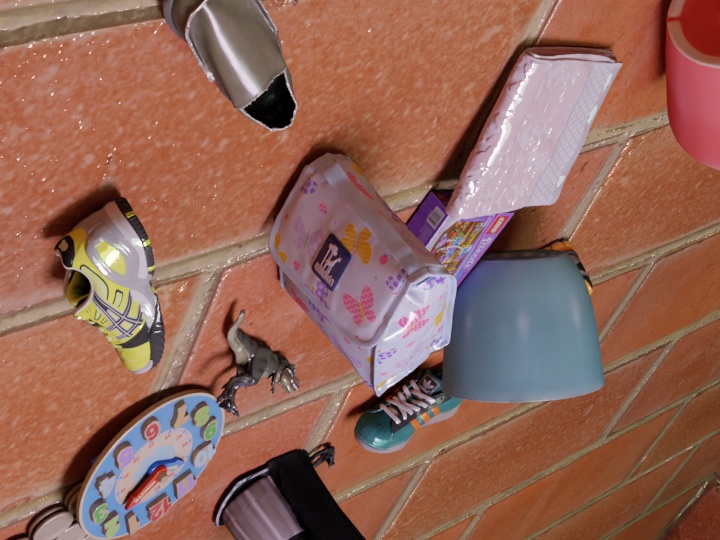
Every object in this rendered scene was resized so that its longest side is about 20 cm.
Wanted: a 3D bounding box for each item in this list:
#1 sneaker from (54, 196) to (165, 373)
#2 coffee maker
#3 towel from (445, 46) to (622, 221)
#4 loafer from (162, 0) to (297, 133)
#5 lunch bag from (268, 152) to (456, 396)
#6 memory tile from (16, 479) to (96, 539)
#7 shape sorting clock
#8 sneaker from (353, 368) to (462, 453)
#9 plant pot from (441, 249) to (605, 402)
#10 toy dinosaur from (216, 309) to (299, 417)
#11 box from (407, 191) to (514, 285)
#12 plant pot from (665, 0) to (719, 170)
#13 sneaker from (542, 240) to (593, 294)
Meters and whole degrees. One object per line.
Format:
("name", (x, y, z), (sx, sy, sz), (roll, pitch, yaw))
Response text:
("sneaker", (-0.217, 0.020, 1.253), (0.076, 0.076, 0.201), (-24, 141, -18))
("coffee maker", (-0.056, 0.338, 1.853), (0.191, 0.200, 0.135), (-32, 155, -19))
("towel", (0.190, -0.148, 1.574), (0.190, 0.032, 0.201), (-10, 132, -49))
("loafer", (-0.087, -0.169, 1.113), (0.075, 0.070, 0.200), (-40, 156, -1))
("lunch bag", (0.000, 0.000, 1.406), (0.127, 0.170, 0.201), (-34, 158, -19))
("memory tile", (-0.341, 0.305, 1.603), (0.200, 0.017, 0.153), (-40, 156, -4))
("shape sorting clock", (-0.222, 0.212, 1.569), (0.200, 0.039, 0.201), (-39, 156, -22))
("sneaker", (0.070, 0.173, 1.934), (0.199, 0.071, 0.080), (-24, 147, -43))
("plant pot", (0.193, 0.060, 1.757), (0.199, 0.199, 0.163), (-10, 98, -49))
("toy dinosaur", (-0.122, 0.109, 1.555), (0.089, 0.047, 0.200), (-61, 158, -12))
("box", (0.075, -0.004, 1.668), (0.136, 0.039, 0.201), (-3, 135, -53))
("plant pot", (0.428, -0.239, 1.635), (0.200, 0.201, 0.177), (-40, 147, -1))
("sneaker", (0.223, 0.027, 1.895), (0.199, 0.077, 0.079), (-25, 153, -29))
